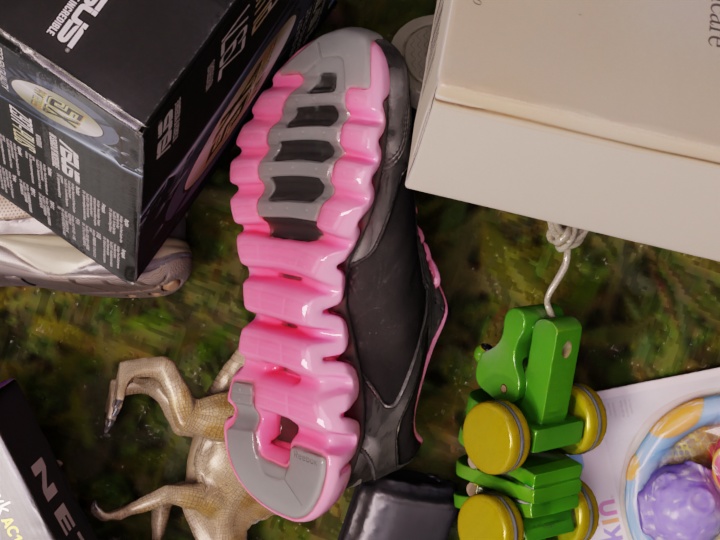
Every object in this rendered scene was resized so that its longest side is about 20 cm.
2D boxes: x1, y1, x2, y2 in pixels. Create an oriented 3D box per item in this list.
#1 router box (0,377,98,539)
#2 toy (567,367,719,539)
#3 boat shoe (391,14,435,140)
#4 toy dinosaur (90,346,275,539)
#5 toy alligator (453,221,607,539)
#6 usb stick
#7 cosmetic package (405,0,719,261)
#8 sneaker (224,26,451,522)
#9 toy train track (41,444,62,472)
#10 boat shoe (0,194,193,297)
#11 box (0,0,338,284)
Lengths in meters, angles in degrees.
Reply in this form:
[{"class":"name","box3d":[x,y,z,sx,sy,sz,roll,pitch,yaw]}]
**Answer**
[{"class":"router box","box3d":[-0.172,0.167,0.800,0.149,0.051,0.201,-26,96,11]},{"class":"toy","box3d":[0.176,0.097,0.796,0.199,0.047,0.116,-13,93,7]},{"class":"boat shoe","box3d":[0.105,-0.054,0.789,0.199,0.072,0.068,11,135,-1]},{"class":"toy dinosaur","box3d":[-0.061,0.066,0.827,0.100,0.058,0.201,11,95,-11]},{"class":"toy alligator","box3d":[0.066,0.056,0.788,0.054,0.059,0.201,15,106,47]},{"class":"usb stick","box3d":[-0.007,0.182,0.826,0.033,0.055,0.201,27,102,46]},{"class":"cosmetic package","box3d":[0.125,-0.067,0.717,0.199,0.073,0.104,12,58,-3]},{"class":"sneaker","box3d":[0.000,0.000,0.770,0.079,0.095,0.201,20,109,44]},{"class":"toy train track","box3d":[-0.143,0.140,0.845,0.200,0.033,0.115,43,108,-7]},{"class":"boat shoe","box3d":[-0.170,-0.030,0.818,0.199,0.075,0.074,4,82,0]},{"class":"box","box3d":[-0.072,-0.105,0.702,0.086,0.200,0.164,34,73,2]}]
